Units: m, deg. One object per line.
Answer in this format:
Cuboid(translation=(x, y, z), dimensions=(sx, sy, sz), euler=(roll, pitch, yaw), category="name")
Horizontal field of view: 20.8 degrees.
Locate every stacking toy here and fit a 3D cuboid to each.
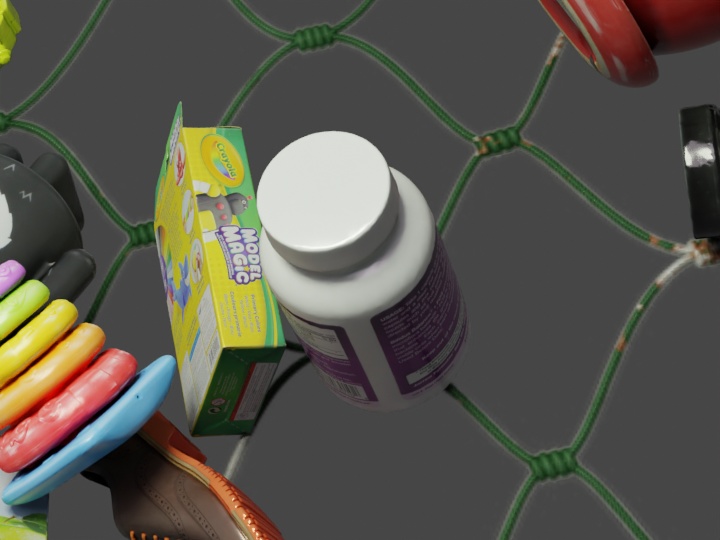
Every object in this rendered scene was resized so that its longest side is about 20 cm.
Cuboid(translation=(-0.223, 0.036, 1.218), dimensions=(0.110, 0.200, 0.116), euler=(-33, 9, 37), category="stacking toy")

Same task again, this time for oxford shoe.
Cuboid(translation=(-0.110, 0.158, 1.251), dimensions=(0.073, 0.071, 0.200), euler=(-46, 46, -6), category="oxford shoe")

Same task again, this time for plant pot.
Cuboid(translation=(0.199, -0.236, 1.321), dimensions=(0.182, 0.200, 0.201), euler=(-37, 58, 4), category="plant pot")

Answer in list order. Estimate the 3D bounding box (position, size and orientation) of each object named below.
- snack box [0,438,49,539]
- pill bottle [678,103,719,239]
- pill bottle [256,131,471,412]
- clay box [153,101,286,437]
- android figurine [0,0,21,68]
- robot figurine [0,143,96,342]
Cuboid(translation=(-0.298, 0.153, 1.232), dimensions=(0.199, 0.053, 0.142), euler=(9, 25, -12), category="snack box")
Cuboid(translation=(0.306, -0.074, 1.244), dimensions=(0.199, 0.112, 0.113), euler=(-8, 59, 12), category="pill bottle")
Cuboid(translation=(0.000, 0.000, 1.232), dimensions=(0.111, 0.200, 0.113), euler=(-6, 60, 11), category="pill bottle")
Cuboid(translation=(-0.098, -0.004, 1.310), dimensions=(0.047, 0.115, 0.201), euler=(-1, 57, -18), category="clay box")
Cuboid(translation=(-0.348, -0.197, 1.535), dimensions=(0.182, 0.041, 0.200), euler=(-41, 57, -10), category="android figurine")
Cuboid(translation=(-0.268, -0.002, 1.334), dimensions=(0.150, 0.125, 0.200), euler=(-29, 20, 47), category="robot figurine")
